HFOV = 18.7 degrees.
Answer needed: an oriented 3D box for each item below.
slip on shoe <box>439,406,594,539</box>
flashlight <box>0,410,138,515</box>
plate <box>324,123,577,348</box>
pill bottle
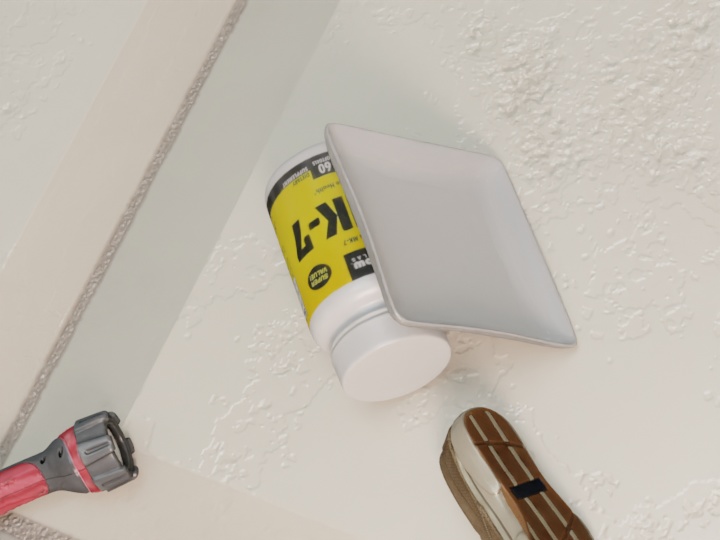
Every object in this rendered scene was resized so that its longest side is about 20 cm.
[{"bbox_3d":[0.122,0.202,1.706,0.200,0.076,0.061,56,131,24],"label":"slip on shoe"},{"bbox_3d":[-0.289,0.185,1.858,0.199,0.068,0.068,-24,54,6],"label":"flashlight"},{"bbox_3d":[0.067,-0.022,1.780,0.032,0.199,0.201,-46,51,36],"label":"plate"},{"bbox_3d":[0.000,0.000,1.818,0.114,0.114,0.201,-25,59,7],"label":"pill bottle"}]
